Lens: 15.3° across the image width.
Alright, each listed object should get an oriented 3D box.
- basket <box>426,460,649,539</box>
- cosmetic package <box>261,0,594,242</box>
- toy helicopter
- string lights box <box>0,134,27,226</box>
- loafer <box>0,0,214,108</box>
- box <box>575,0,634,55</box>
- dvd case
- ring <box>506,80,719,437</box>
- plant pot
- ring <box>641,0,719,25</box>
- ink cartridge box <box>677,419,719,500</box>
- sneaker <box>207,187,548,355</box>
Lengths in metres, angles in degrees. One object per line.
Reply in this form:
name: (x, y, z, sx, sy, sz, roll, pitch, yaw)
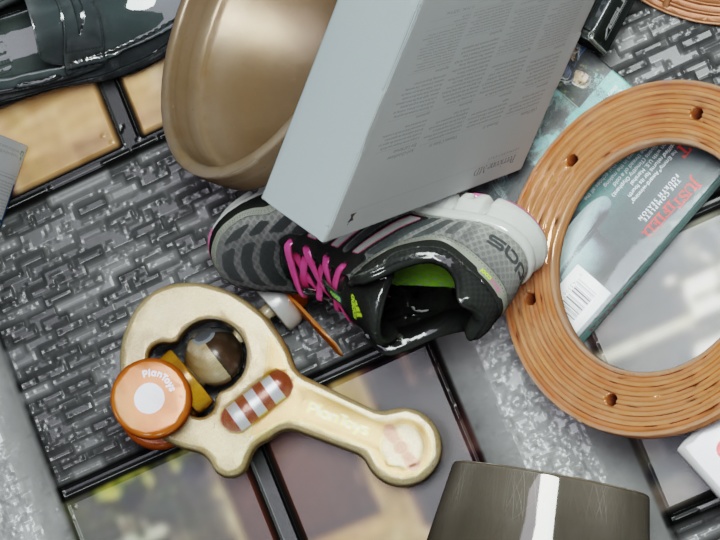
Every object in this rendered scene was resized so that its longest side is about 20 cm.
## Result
basket: (0.090, 0.213, 1.485, 0.180, 0.136, 0.201, 9, 83, 19)
cosmetic package: (0.045, -0.108, 1.435, 0.052, 0.200, 0.151, 33, 119, 24)
toy helicopter: (-0.042, 0.065, 1.570, 0.200, 0.079, 0.133, 22, 81, 4)
string lights box: (-0.270, 0.006, 1.602, 0.059, 0.103, 0.200, 18, 88, 13)
loafer: (-0.179, -0.144, 1.611, 0.200, 0.070, 0.068, -20, 80, 10)
box: (0.103, -0.253, 1.552, 0.193, 0.048, 0.200, 29, 90, 23)
dvd case: (0.094, -0.068, 1.566, 0.200, 0.022, 0.146, 41, 95, 15)
ring: (0.166, -0.006, 1.485, 0.200, 0.019, 0.201, -11, 72, 35)
plant pot: (-0.021, -0.131, 1.522, 0.201, 0.093, 0.201, -35, 44, 42)
ring: (0.216, -0.242, 1.555, 0.200, 0.019, 0.201, -1, 85, 12)
ink cartridge box: (0.292, 0.124, 1.467, 0.145, 0.084, 0.200, -43, 76, 5)
sneaker: (0.000, 0.000, 1.501, 0.199, 0.074, 0.088, 4, 42, 19)
